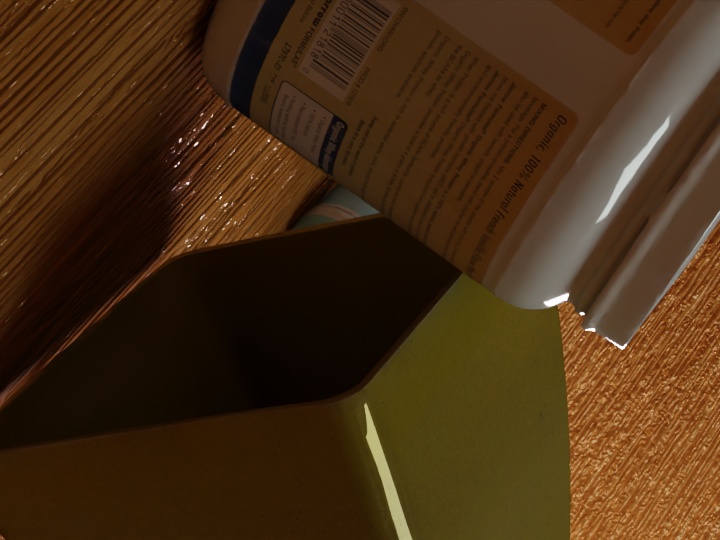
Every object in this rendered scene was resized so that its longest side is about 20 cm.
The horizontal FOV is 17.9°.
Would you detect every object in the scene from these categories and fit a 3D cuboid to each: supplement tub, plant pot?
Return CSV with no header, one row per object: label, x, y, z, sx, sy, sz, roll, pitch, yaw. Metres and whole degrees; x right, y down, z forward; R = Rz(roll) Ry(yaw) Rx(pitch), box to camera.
supplement tub,0.055,-0.076,0.885,0.145,0.200,0.144,-53,174,-9
plant pot,-0.017,0.097,0.978,0.199,0.177,0.200,-10,-161,31

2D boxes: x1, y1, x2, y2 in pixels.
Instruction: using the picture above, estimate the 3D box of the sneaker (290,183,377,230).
sneaker,0.000,0.000,1.436,0.131,0.079,0.200,-49,172,-35
